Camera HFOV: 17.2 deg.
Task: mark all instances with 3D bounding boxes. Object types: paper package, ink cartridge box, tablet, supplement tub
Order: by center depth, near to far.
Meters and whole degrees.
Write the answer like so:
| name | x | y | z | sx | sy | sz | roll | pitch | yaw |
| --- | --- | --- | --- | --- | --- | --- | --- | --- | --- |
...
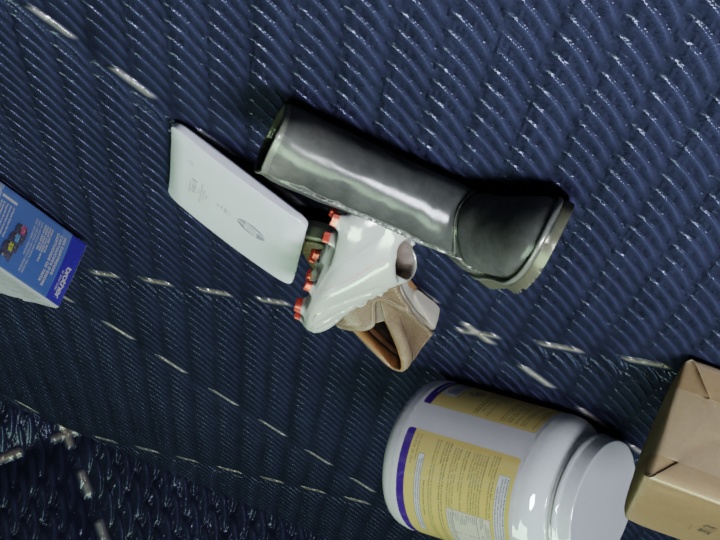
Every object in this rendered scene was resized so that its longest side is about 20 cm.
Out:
| name | x | y | z | sx | sy | sz | roll | pitch | yaw |
| --- | --- | --- | --- | --- | --- | --- | --- | --- | --- |
| tablet | -0.100 | -0.050 | 1.892 | 0.130 | 0.014 | 0.200 | 37 | 167 | 4 |
| paper package | 0.320 | 0.169 | 1.910 | 0.190 | 0.104 | 0.200 | 20 | 165 | 7 |
| supplement tub | 0.136 | 0.191 | 2.185 | 0.200 | 0.146 | 0.145 | 15 | 163 | 32 |
| ink cartridge box | -0.361 | -0.033 | 2.287 | 0.136 | 0.076 | 0.200 | 13 | 161 | 37 |

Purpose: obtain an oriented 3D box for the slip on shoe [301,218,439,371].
| name | x | y | z | sx | sy | sz | roll | pitch | yaw |
| --- | --- | --- | --- | --- | --- | --- | --- | --- | --- |
| slip on shoe | 0.001 | 0.021 | 1.951 | 0.076 | 0.061 | 0.200 | 15 | 163 | 30 |

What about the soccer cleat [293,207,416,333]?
| name | x | y | z | sx | sy | sz | roll | pitch | yaw |
| --- | --- | --- | --- | --- | --- | --- | --- | --- | --- |
| soccer cleat | 0.000 | 0.000 | 1.814 | 0.077 | 0.069 | 0.200 | 18 | 151 | -4 |

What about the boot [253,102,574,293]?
| name | x | y | z | sx | sy | sz | roll | pitch | yaw |
| --- | --- | --- | --- | --- | --- | --- | --- | --- | --- |
| boot | 0.033 | -0.057 | 1.637 | 0.200 | 0.073 | 0.182 | 33 | 162 | -10 |
